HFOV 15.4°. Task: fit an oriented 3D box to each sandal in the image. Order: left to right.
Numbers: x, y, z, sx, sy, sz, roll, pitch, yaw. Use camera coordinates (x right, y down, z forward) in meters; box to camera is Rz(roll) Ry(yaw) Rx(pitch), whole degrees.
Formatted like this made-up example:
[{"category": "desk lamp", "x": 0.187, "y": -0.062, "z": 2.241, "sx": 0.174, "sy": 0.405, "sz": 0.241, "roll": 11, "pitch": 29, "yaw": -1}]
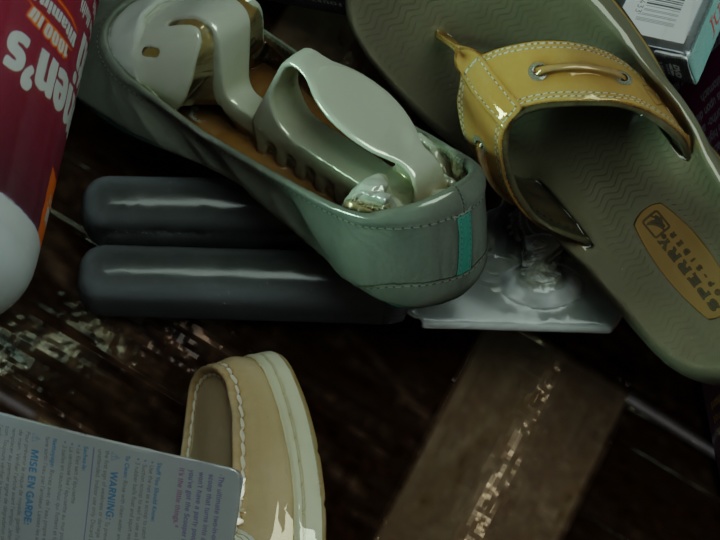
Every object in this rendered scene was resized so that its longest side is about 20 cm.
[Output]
[{"category": "sandal", "x": 0.072, "y": -0.042, "z": 0.899, "sx": 0.200, "sy": 0.080, "sz": 0.054, "roll": 50, "pitch": 24, "yaw": 8}]

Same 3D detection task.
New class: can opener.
[{"category": "can opener", "x": 0.000, "y": 0.000, "z": 0.954, "sx": 0.200, "sy": 0.067, "sz": 0.053, "roll": 1, "pitch": 69, "yaw": -2}]

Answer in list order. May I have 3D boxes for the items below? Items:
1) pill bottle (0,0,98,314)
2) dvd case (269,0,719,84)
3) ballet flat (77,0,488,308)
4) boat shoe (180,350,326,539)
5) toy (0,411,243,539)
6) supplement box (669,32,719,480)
[{"category": "pill bottle", "x": -0.153, "y": -0.048, "z": 0.886, "sx": 0.109, "sy": 0.110, "sz": 0.200, "roll": 15, "pitch": 66, "yaw": -11}, {"category": "dvd case", "x": 0.053, "y": -0.147, "z": 0.982, "sx": 0.200, "sy": 0.022, "sz": 0.146, "roll": 12, "pitch": 61, "yaw": 24}, {"category": "ballet flat", "x": -0.033, "y": -0.061, "z": 0.913, "sx": 0.200, "sy": 0.064, "sz": 0.067, "roll": 36, "pitch": 54, "yaw": 27}, {"category": "boat shoe", "x": -0.055, "y": 0.120, "z": 0.872, "sx": 0.069, "sy": 0.074, "sz": 0.200, "roll": 8, "pitch": 68, "yaw": -20}, {"category": "toy", "x": -0.135, "y": 0.078, "z": 0.828, "sx": 0.200, "sy": 0.115, "sz": 0.047, "roll": 11, "pitch": 30, "yaw": 5}, {"category": "supplement box", "x": 0.194, "y": -0.018, "z": 0.985, "sx": 0.131, "sy": 0.103, "sz": 0.200, "roll": -1, "pitch": 69, "yaw": -17}]
